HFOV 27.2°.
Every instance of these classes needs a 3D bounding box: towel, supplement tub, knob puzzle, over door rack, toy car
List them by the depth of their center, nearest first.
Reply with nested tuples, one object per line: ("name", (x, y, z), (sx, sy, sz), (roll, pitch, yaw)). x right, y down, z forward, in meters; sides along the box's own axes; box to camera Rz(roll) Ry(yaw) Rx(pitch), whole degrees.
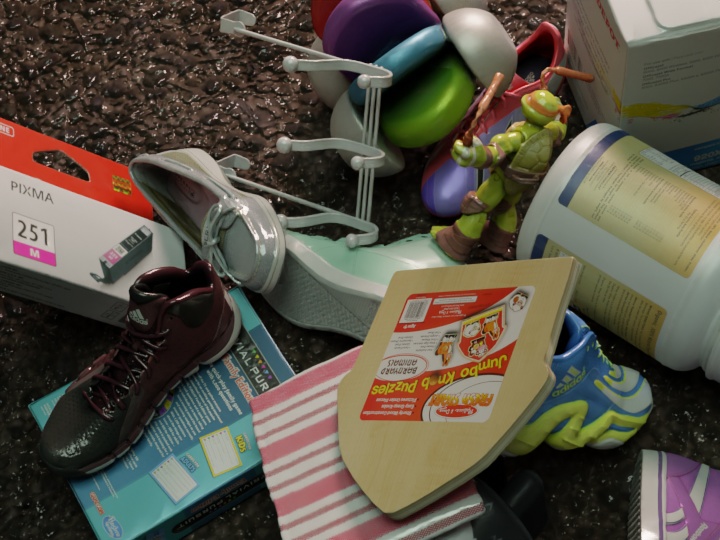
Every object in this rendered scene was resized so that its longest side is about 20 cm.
("knob puzzle", (0.061, 0.087, 1.048), (0.218, 0.030, 0.221), (-29, 39, 26))
("towel", (0.001, 0.135, 1.087), (0.145, 0.030, 0.201), (-25, 41, 4))
("supplement tub", (0.240, -0.011, 1.187), (0.199, 0.145, 0.145), (33, 68, 22))
("over door rack", (-0.062, -0.118, 1.245), (0.066, 0.150, 0.199), (-17, 33, -41))
("toy car", (0.025, -0.197, 1.280), (0.174, 0.150, 0.201), (-34, 45, 15))

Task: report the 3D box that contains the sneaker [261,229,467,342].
("sneaker", (0.000, 0.000, 1.257), (0.199, 0.075, 0.118), (24, 38, 34))

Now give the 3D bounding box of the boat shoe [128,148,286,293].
("boat shoe", (-0.128, -0.044, 1.254), (0.064, 0.075, 0.202), (-1, 33, -36))

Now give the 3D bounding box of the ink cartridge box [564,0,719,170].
("ink cartridge box", (0.262, -0.197, 1.260), (0.143, 0.201, 0.149), (-14, 59, -3))

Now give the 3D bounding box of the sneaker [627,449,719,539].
("sneaker", (0.249, 0.208, 1.071), (0.113, 0.073, 0.201), (14, 38, 6))

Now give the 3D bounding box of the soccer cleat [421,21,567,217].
("soccer cleat", (0.116, -0.134, 1.309), (0.066, 0.077, 0.200), (32, 67, 21))

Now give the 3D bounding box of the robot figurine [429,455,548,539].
("robot figurine", (0.050, 0.216, 1.081), (0.200, 0.150, 0.125), (-42, 108, -18))

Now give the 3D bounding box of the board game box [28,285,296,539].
("board game box", (-0.145, 0.126, 1.200), (0.198, 0.047, 0.152), (-29, 61, -12))

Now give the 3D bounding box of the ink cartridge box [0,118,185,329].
("ink cartridge box", (-0.236, -0.047, 1.238), (0.043, 0.199, 0.176), (-33, 52, 35))

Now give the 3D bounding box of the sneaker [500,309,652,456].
("sneaker", (0.168, 0.078, 1.119), (0.198, 0.106, 0.076), (-9, 39, -45))

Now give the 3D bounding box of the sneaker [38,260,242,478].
("sneaker", (-0.181, 0.062, 1.146), (0.075, 0.116, 0.200), (36, 68, 23))

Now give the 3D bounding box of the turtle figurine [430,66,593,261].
("turtle figurine", (0.128, -0.087, 1.207), (0.064, 0.162, 0.199), (36, 33, 18))
